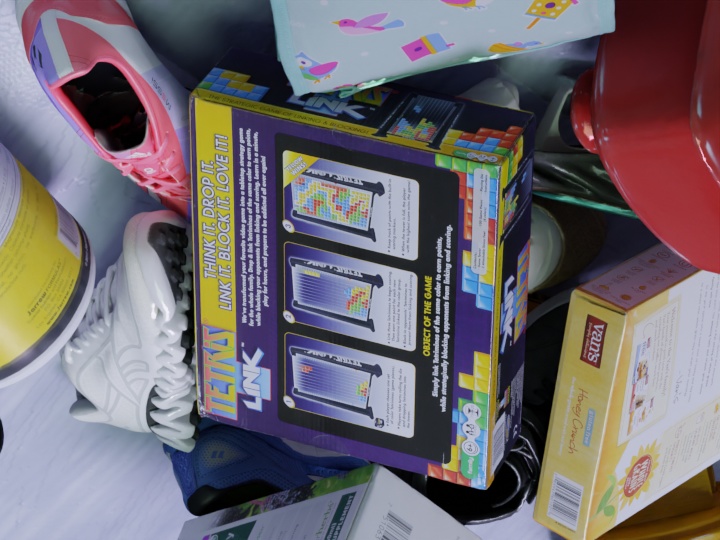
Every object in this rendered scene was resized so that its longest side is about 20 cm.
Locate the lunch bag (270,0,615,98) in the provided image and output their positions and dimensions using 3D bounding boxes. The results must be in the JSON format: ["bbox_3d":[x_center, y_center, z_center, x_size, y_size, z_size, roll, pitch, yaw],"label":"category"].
[{"bbox_3d":[0.028,-0.175,1.395,0.169,0.122,0.201,-12,132,1],"label":"lunch bag"}]

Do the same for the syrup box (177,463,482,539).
[{"bbox_3d":[-0.031,0.173,1.627,0.081,0.079,0.200,37,149,-23],"label":"syrup box"}]

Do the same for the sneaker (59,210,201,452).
[{"bbox_3d":[-0.124,0.035,1.620,0.081,0.075,0.200,8,148,2],"label":"sneaker"}]

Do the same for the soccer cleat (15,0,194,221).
[{"bbox_3d":[-0.109,-0.070,1.515,0.068,0.073,0.200,-24,138,13],"label":"soccer cleat"}]

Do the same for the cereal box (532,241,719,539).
[{"bbox_3d":[0.173,0.047,1.614,0.200,0.039,0.145,-26,132,-47],"label":"cereal box"}]

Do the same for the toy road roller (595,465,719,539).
[{"bbox_3d":[0.175,0.153,1.786,0.122,0.200,0.147,-11,96,1],"label":"toy road roller"}]

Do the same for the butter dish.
[{"bbox_3d":[0.174,-0.086,1.503,0.147,0.200,0.200,-7,144,32],"label":"butter dish"}]

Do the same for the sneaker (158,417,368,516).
[{"bbox_3d":[-0.031,0.145,1.755,0.199,0.089,0.079,22,130,-31],"label":"sneaker"}]

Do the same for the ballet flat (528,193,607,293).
[{"bbox_3d":[0.045,-0.017,1.598,0.199,0.072,0.068,7,101,-17],"label":"ballet flat"}]

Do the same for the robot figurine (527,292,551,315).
[{"bbox_3d":[0.041,0.050,1.687,0.199,0.058,0.145,13,128,-25],"label":"robot figurine"}]

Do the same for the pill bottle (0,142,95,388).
[{"bbox_3d":[-0.227,-0.034,1.502,0.112,0.112,0.200,-26,136,16],"label":"pill bottle"}]

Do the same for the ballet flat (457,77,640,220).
[{"bbox_3d":[0.087,-0.064,1.570,0.199,0.068,0.069,4,96,-24],"label":"ballet flat"}]

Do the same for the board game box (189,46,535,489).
[{"bbox_3d":[0.000,0.000,1.513,0.165,0.057,0.201,15,127,18],"label":"board game box"}]

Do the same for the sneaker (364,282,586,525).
[{"bbox_3d":[0.100,0.075,1.619,0.199,0.099,0.071,-25,123,-5],"label":"sneaker"}]

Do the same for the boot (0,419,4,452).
[{"bbox_3d":[-0.251,0.083,1.582,0.200,0.168,0.077,29,88,-31],"label":"boot"}]
